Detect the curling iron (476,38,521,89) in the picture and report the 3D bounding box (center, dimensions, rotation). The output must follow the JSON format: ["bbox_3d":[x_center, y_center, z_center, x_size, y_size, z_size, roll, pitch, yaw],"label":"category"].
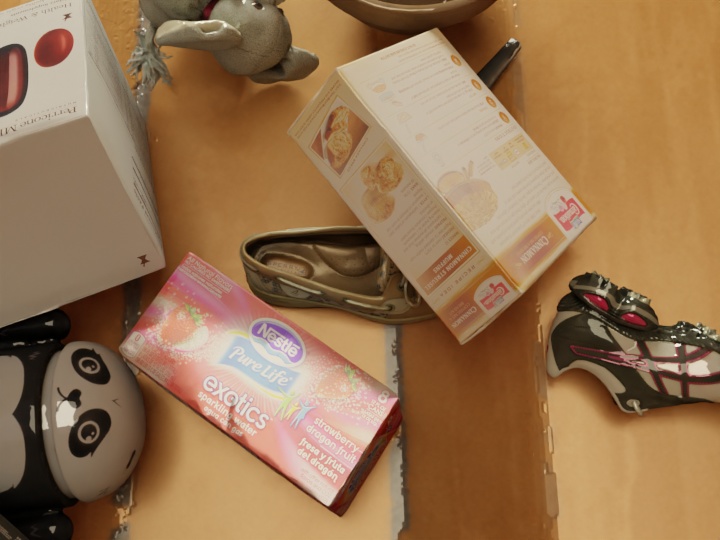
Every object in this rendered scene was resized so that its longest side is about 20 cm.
[{"bbox_3d":[0.070,-0.136,0.833,0.200,0.026,0.050,-43,78,-9],"label":"curling iron"}]

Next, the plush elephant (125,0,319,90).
[{"bbox_3d":[-0.114,-0.234,0.812,0.153,0.164,0.204,23,104,24],"label":"plush elephant"}]

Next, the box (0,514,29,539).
[{"bbox_3d":[-0.324,0.190,0.673,0.200,0.160,0.044,42,37,-2],"label":"box"}]

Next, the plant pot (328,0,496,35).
[{"bbox_3d":[0.041,-0.278,0.838,0.196,0.093,0.205,1,66,-1],"label":"plant pot"}]

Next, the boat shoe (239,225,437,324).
[{"bbox_3d":[0.000,0.000,0.777,0.195,0.063,0.075,-1,72,3],"label":"boat shoe"}]

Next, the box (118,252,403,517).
[{"bbox_3d":[-0.072,0.089,0.735,0.198,0.103,0.095,33,78,14],"label":"box"}]

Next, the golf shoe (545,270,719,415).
[{"bbox_3d":[0.240,0.077,0.742,0.197,0.077,0.089,26,96,14],"label":"golf shoe"}]

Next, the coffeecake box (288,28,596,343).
[{"bbox_3d":[0.067,-0.071,0.727,0.201,0.073,0.153,50,40,5],"label":"coffeecake box"}]

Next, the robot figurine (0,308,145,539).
[{"bbox_3d":[-0.263,0.121,0.726,0.196,0.125,0.153,-8,111,2],"label":"robot figurine"}]

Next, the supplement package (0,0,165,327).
[{"bbox_3d":[-0.271,-0.086,0.742,0.188,0.149,0.202,-20,44,-2],"label":"supplement package"}]
